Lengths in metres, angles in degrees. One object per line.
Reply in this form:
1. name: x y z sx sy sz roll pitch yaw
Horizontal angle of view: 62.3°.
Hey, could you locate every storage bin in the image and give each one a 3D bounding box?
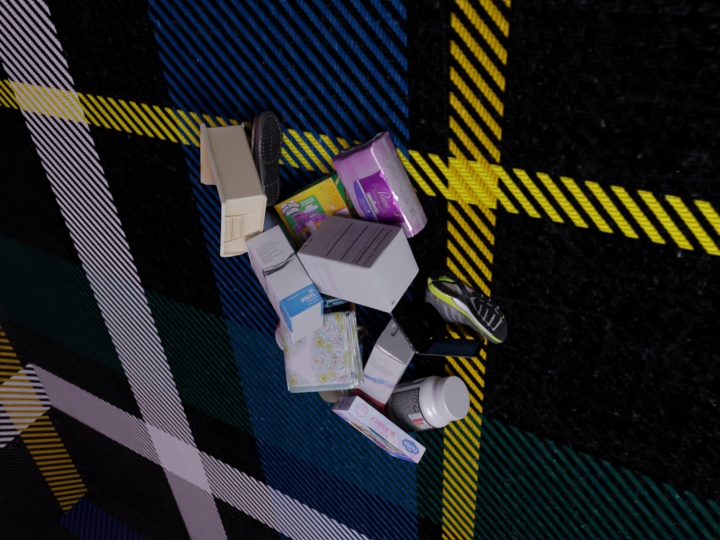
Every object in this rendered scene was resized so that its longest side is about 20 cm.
1. storage bin: -0.274 -0.168 1.262 0.200 0.091 0.204 114 140 -56

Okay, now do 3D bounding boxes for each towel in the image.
1. towel: -0.089 0.185 1.350 0.195 0.048 0.176 -9 86 27

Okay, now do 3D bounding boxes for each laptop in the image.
1. laptop: 0.152 0.103 1.222 0.102 0.177 0.202 -36 83 16

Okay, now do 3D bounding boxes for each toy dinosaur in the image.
1. toy dinosaur: -0.048 0.199 1.432 0.179 0.105 0.203 -30 72 5

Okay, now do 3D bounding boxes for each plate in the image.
1. plate: -0.181 -0.065 1.386 0.202 0.025 0.202 53 164 23

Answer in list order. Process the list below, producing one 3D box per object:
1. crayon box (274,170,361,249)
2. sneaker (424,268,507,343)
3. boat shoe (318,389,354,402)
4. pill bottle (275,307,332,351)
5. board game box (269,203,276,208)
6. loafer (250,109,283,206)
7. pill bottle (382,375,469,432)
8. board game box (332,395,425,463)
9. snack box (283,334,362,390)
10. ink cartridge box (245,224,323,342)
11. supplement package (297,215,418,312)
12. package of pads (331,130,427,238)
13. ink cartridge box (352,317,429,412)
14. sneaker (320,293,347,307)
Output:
1. crayon box: -0.085 -0.130 1.290 0.197 0.058 0.120 -17 110 43
2. sneaker: 0.215 0.082 1.227 0.199 0.074 0.082 40 144 15
3. boat shoe: -0.045 0.317 1.580 0.062 0.076 0.199 16 168 -36
4. pill bottle: -0.135 0.115 1.469 0.111 0.112 0.201 37 135 6
5. board game box: -0.279 -0.228 1.388 0.196 0.019 0.105 25 132 19
6. loafer: -0.216 -0.242 1.278 0.070 0.072 0.205 21 117 30
7. pill bottle: 0.152 0.314 1.403 0.198 0.116 0.117 -24 106 45
8. board game box: 0.037 0.371 1.402 0.198 0.042 0.200 38 162 -3
9. snack box: -0.091 0.231 1.489 0.194 0.037 0.118 -9 128 -11
10. ink cartridge box: -0.160 0.030 1.278 0.202 0.082 0.146 58 164 20
11. supplement package: -0.005 -0.017 1.172 0.197 0.118 0.118 14 143 39
12. package of pads: 0.040 -0.158 1.165 0.119 0.076 0.203 -11 114 43
13. ink cartridge box: 0.067 0.205 1.362 0.084 0.148 0.202 31 135 8
14. sneaker: -0.094 0.012 1.352 0.199 0.081 0.075 38 141 44
